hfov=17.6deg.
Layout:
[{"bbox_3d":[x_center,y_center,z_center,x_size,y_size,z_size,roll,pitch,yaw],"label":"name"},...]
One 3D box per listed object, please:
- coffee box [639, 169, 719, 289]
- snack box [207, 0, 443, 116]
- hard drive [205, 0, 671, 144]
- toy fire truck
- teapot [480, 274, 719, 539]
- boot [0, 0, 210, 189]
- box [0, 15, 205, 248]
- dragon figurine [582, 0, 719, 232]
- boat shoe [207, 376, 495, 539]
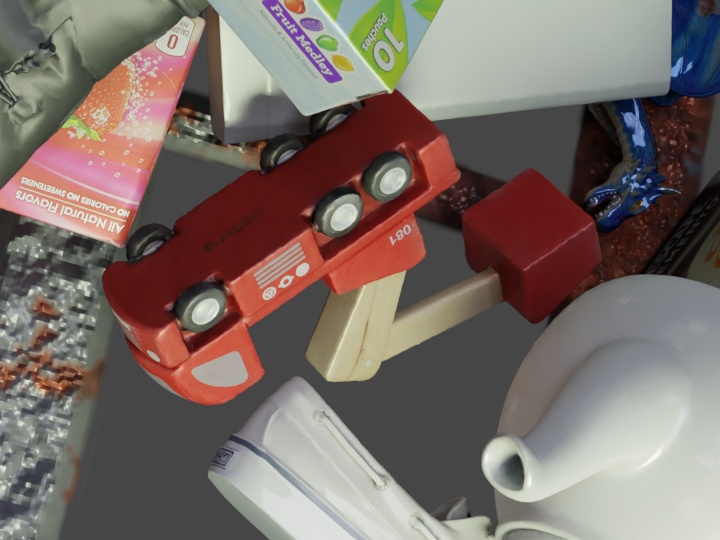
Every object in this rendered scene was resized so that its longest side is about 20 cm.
[{"bbox_3d":[0.192,0.005,0.976,0.080,0.200,0.115,42,71,-8],"label":"coffee box"},{"bbox_3d":[-0.035,-0.177,0.833,0.200,0.053,0.143,50,52,-28],"label":"snack box"},{"bbox_3d":[0.034,-0.128,0.958,0.199,0.026,0.133,-7,109,-16],"label":"hard drive"},{"bbox_3d":[0.000,0.000,0.955,0.199,0.141,0.049,-35,50,-12],"label":"toy fire truck"},{"bbox_3d":[0.125,0.112,0.931,0.200,0.197,0.146,40,70,-3],"label":"teapot"},{"bbox_3d":[-0.174,-0.097,0.836,0.200,0.066,0.165,-40,105,4],"label":"boot"},{"bbox_3d":[-0.172,-0.092,0.916,0.199,0.095,0.100,19,99,-15],"label":"box"},{"bbox_3d":[0.143,-0.110,1.053,0.099,0.059,0.200,40,76,-10],"label":"dragon figurine"},{"bbox_3d":[0.029,0.124,0.972,0.200,0.074,0.065,42,76,-9],"label":"boat shoe"}]
